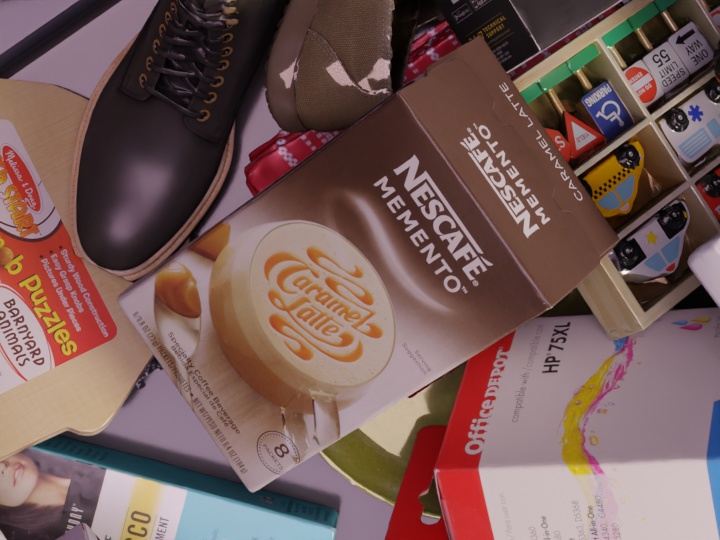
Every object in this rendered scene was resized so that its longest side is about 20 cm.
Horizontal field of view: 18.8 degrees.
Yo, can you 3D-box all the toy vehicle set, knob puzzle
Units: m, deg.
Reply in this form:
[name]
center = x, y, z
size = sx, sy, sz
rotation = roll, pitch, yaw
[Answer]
[toy vehicle set]
center = 0.155, -0.071, 1.018
size = 0.200, 0.027, 0.124
rotation = -36, 93, -31
[knob puzzle]
center = -0.173, -0.006, 1.067
size = 0.219, 0.030, 0.220
rotation = 2, 74, -7

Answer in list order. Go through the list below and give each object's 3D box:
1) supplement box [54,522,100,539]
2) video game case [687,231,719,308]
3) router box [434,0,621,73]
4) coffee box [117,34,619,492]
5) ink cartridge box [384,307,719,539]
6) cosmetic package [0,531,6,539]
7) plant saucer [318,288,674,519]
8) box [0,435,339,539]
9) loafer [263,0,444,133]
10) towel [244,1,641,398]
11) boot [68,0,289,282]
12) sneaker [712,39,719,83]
[supplement box]
center = -0.119, 0.218, 1.022
size = 0.109, 0.061, 0.200
rotation = -30, 130, 3
[video game case]
center = 0.249, 0.041, 0.961
size = 0.022, 0.182, 0.200
rotation = -39, 85, 41
[router box]
center = 0.097, -0.202, 1.004
size = 0.200, 0.052, 0.157
rotation = -33, 93, -30
[coffee box]
center = 0.000, 0.000, 0.974
size = 0.200, 0.080, 0.114
rotation = -35, 91, 37
[ink cartridge box]
center = 0.106, 0.077, 0.978
size = 0.199, 0.116, 0.067
rotation = -4, 122, 17
[cosmetic package]
center = -0.295, 0.097, 0.991
size = 0.123, 0.199, 0.200
rotation = -32, 91, -41
[plant saucer]
center = 0.054, 0.023, 1.076
size = 0.199, 0.031, 0.201
rotation = 0, 94, 2
[box]
center = -0.116, 0.136, 1.076
size = 0.199, 0.049, 0.083
rotation = 15, 93, 0
[loafer]
center = 0.017, -0.151, 1.026
size = 0.067, 0.076, 0.200
rotation = 16, 79, 15
[towel]
center = 0.061, -0.048, 1.046
size = 0.200, 0.022, 0.145
rotation = -34, 93, 3
[boot]
center = -0.084, -0.096, 1.005
size = 0.077, 0.138, 0.200
rotation = 22, 85, -1
[sneaker]
center = 0.229, -0.114, 1.009
size = 0.079, 0.075, 0.200
rotation = 55, 49, -15
